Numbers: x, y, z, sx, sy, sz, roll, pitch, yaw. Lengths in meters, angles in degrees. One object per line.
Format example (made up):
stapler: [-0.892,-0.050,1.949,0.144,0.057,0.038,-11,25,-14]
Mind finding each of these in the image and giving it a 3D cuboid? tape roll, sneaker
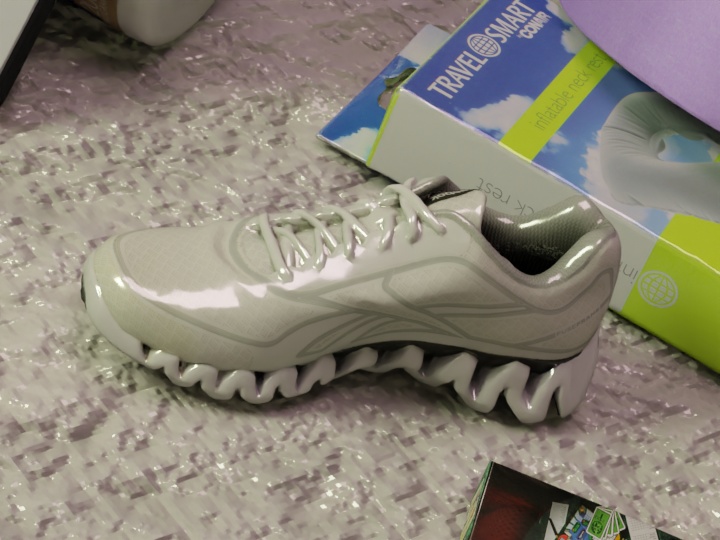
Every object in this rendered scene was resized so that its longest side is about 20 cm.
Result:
tape roll: [0.185,-0.097,1.059,0.199,0.066,0.200,27,18,-9]
sneaker: [0.000,0.000,0.884,0.199,0.081,0.075,3,43,-22]

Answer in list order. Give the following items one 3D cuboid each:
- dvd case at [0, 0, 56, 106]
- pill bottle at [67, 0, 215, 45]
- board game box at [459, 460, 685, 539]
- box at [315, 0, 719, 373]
dvd case: [-0.155,-0.183,0.943,0.150,0.201,0.025,30,6,9]
pill bottle: [-0.138,-0.184,1.008,0.199,0.111,0.111,30,37,10]
board game box: [0.066,0.146,0.787,0.104,0.024,0.200,25,36,-1]
box: [0.096,-0.044,1.015,0.199,0.048,0.122,31,37,9]
